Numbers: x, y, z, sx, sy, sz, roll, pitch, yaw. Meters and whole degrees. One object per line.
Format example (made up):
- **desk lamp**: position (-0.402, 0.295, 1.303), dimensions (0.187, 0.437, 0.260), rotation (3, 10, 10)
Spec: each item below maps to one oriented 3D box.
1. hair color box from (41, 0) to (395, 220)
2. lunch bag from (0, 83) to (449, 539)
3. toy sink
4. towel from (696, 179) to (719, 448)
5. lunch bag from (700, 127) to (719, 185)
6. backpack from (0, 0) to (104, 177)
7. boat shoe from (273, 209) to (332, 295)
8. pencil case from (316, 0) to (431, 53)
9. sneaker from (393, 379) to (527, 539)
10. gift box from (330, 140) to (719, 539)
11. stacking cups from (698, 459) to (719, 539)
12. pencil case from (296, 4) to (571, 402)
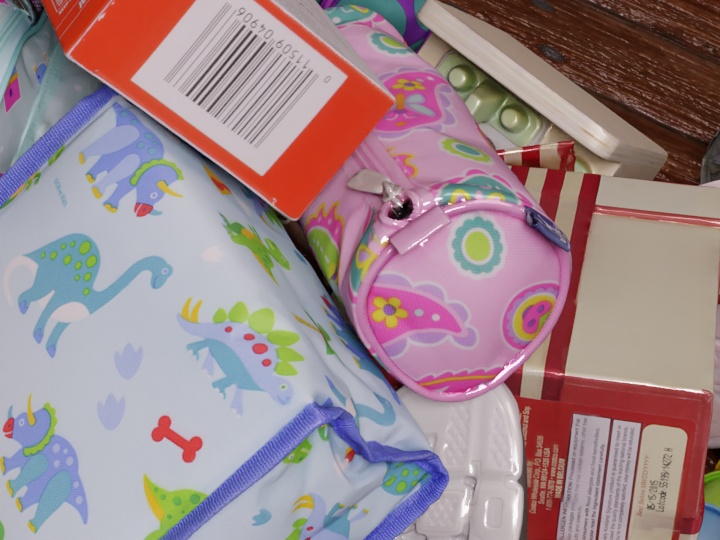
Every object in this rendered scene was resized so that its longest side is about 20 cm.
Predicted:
- **hair color box**: position (-0.071, -0.110, 0.719), dimensions (0.111, 0.064, 0.200), rotation (36, 13, -30)
- **lunch bag**: position (-0.096, 0.067, 0.678), dimensions (0.170, 0.200, 0.127), rotation (54, 10, 33)
- **toy sink**: position (0.079, -0.062, 1.046), dimensions (0.130, 0.112, 0.200), rotation (38, 11, 12)
- **towel**: position (0.180, 0.027, 0.931), dimensions (0.200, 0.190, 0.032), rotation (43, 55, -36)
- **lunch bag**: position (0.322, -0.028, 1.251), dimensions (0.163, 0.118, 0.200), rotation (24, 25, -11)
- **backpack**: position (-0.180, -0.048, 0.776), dimensions (0.153, 0.176, 0.200), rotation (28, 24, -1)
- **boat shoe**: position (0.000, -0.001, 0.982), dimensions (0.203, 0.075, 0.075), rotation (51, 6, -2)
- **pencil case**: position (-0.001, -0.219, 1.270), dimensions (0.085, 0.093, 0.200), rotation (17, 34, -22)
- **sneaker**: position (0.032, 0.133, 0.718), dimensions (0.077, 0.201, 0.082), rotation (12, 8, 26)
- **gift box**: position (0.085, 0.064, 0.815), dimensions (0.199, 0.185, 0.187), rotation (10, 32, 5)
- **stacking cups**: position (0.158, 0.148, 0.918), dimensions (0.060, 0.061, 0.200), rotation (42, 37, 18)
- **pencil case**: position (0.012, -0.034, 0.721), dimensions (0.087, 0.088, 0.200), rotation (15, 23, -24)
